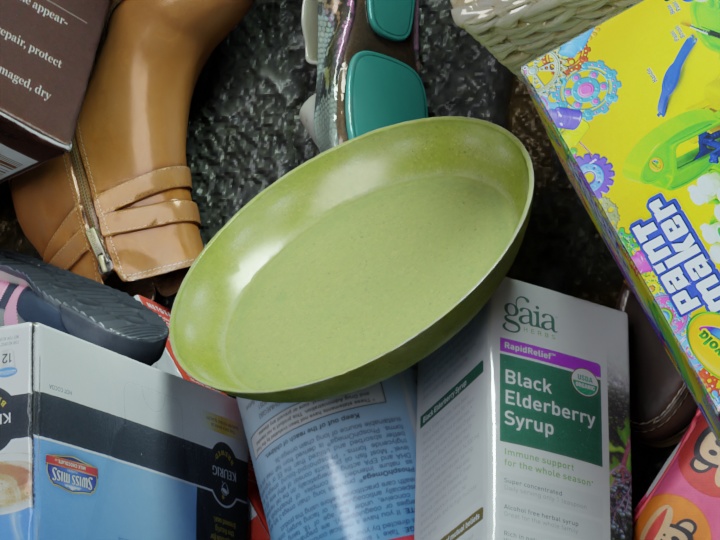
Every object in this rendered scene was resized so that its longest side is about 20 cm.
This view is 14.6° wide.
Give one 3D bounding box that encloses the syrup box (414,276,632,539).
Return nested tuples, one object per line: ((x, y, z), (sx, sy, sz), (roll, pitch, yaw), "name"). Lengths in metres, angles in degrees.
((0.077, 0.109, 1.348), (0.081, 0.079, 0.200), (-46, 34, 51), "syrup box")

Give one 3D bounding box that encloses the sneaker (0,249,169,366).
((-0.177, 0.040, 1.529), (0.200, 0.070, 0.082), (19, 98, 48), "sneaker")

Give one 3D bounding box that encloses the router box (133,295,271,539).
((-0.145, 0.145, 1.537), (0.200, 0.049, 0.180), (-40, 61, 14), "router box")

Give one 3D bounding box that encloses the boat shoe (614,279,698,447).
((0.166, -0.012, 1.395), (0.070, 0.070, 0.200), (19, 87, 29), "boat shoe")

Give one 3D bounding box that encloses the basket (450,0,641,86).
((0.148, -0.202, 1.409), (0.200, 0.161, 0.199), (-19, 66, 22), "basket")

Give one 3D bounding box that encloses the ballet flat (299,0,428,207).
((-0.002, -0.114, 1.529), (0.071, 0.069, 0.200), (-20, 61, 43), "ballet flat")

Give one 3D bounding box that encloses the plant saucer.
((0.000, 0.000, 1.386), (0.200, 0.031, 0.200), (-22, 32, 15), "plant saucer")

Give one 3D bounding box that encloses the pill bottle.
((0.007, 0.124, 1.423), (0.109, 0.109, 0.200), (-24, 65, 22), "pill bottle")

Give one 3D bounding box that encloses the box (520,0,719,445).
((0.208, -0.036, 1.264), (0.192, 0.122, 0.200), (-28, 60, 3), "box")

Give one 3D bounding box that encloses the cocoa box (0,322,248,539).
((-0.159, 0.117, 1.405), (0.133, 0.200, 0.132), (-9, 72, 27), "cocoa box")

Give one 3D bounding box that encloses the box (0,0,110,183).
((-0.246, -0.163, 1.567), (0.166, 0.164, 0.200), (-21, 50, 48), "box")

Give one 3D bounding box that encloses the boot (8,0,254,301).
((-0.112, -0.069, 1.570), (0.200, 0.074, 0.155), (-37, 59, 29), "boot")

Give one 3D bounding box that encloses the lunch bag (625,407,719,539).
((0.235, 0.114, 1.318), (0.176, 0.082, 0.200), (34, 94, 28), "lunch bag")
